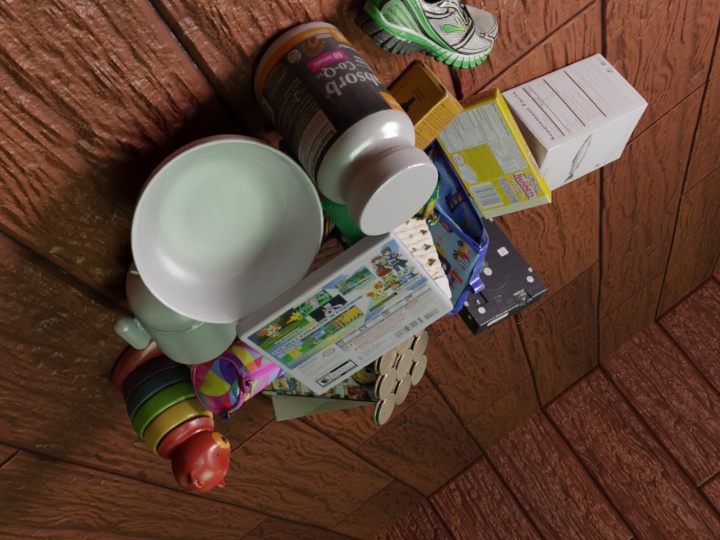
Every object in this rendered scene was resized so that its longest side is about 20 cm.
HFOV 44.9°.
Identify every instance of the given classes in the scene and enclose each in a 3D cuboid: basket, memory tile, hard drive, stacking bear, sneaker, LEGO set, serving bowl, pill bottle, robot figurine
[{"bbox_3d":[0.000,0.000,1.128,0.133,0.127,0.198,-16,-177,-36],"label":"basket"},{"bbox_3d":[0.060,0.118,1.283,0.153,0.016,0.204,-44,145,-44],"label":"memory tile"},{"bbox_3d":[0.173,-0.012,1.337,0.138,0.202,0.038,-25,156,-25],"label":"hard drive"},{"bbox_3d":[-0.238,0.197,1.147,0.113,0.202,0.121,-38,155,5],"label":"stacking bear"},{"bbox_3d":[0.088,-0.272,0.928,0.197,0.079,0.086,-7,141,-47],"label":"sneaker"},{"bbox_3d":[-0.010,-0.090,0.986,0.153,0.200,0.116,-42,166,-19],"label":"LEGO set"},{"bbox_3d":[-0.139,-0.049,0.900,0.195,0.066,0.205,-9,119,-16],"label":"serving bowl"},{"bbox_3d":[-0.015,-0.141,0.869,0.115,0.201,0.117,-29,155,-15],"label":"pill bottle"},{"bbox_3d":[-0.205,0.035,1.018,0.168,0.114,0.201,-33,154,-12],"label":"robot figurine"}]

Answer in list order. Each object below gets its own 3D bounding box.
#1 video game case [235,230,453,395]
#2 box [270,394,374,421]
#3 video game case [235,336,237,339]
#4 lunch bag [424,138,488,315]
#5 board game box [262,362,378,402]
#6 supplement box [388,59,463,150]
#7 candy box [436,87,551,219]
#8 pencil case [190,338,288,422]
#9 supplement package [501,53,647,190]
[{"bbox_3d":[-0.012,0.051,0.969,0.198,0.022,0.182,-33,143,10],"label":"video game case"},{"bbox_3d":[-0.043,0.176,1.395,0.195,0.080,0.095,-12,-176,10],"label":"box"},{"bbox_3d":[-0.107,0.073,1.328,0.143,0.018,0.199,-46,154,16],"label":"video game case"},{"bbox_3d":[0.106,-0.047,1.188,0.093,0.201,0.152,-22,151,-28],"label":"lunch bag"},{"bbox_3d":[-0.057,0.152,1.310,0.195,0.024,0.107,3,129,7],"label":"board game box"},{"bbox_3d":[0.030,-0.155,1.064,0.200,0.067,0.068,-44,154,16],"label":"supplement box"},{"bbox_3d":[0.174,-0.150,1.164,0.100,0.027,0.201,-14,136,26],"label":"candy box"},{"bbox_3d":[-0.152,0.131,1.179,0.088,0.089,0.200,-45,176,19],"label":"pencil case"},{"bbox_3d":[0.291,-0.207,1.261,0.197,0.118,0.118,-25,154,-23],"label":"supplement package"}]
